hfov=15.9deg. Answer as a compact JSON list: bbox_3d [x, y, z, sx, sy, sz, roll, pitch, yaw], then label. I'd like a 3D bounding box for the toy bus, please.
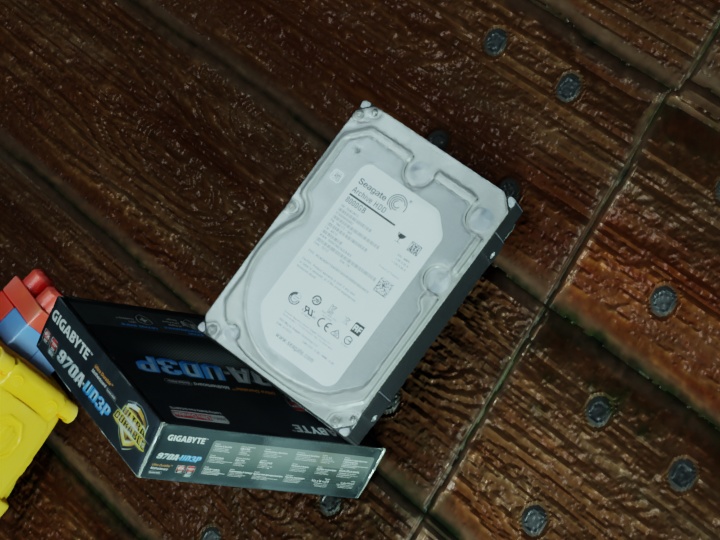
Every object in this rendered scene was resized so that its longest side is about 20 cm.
[{"bbox_3d":[-0.313,0.072,2.039,0.192,0.136,0.200,-49,44,0],"label":"toy bus"}]

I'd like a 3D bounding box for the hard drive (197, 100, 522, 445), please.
[{"bbox_3d":[0.000,0.000,1.766,0.140,0.038,0.200,36,85,21],"label":"hard drive"}]

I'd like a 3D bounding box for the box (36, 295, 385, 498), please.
[{"bbox_3d":[-0.104,0.087,1.774,0.159,0.200,0.046,47,117,43],"label":"box"}]
